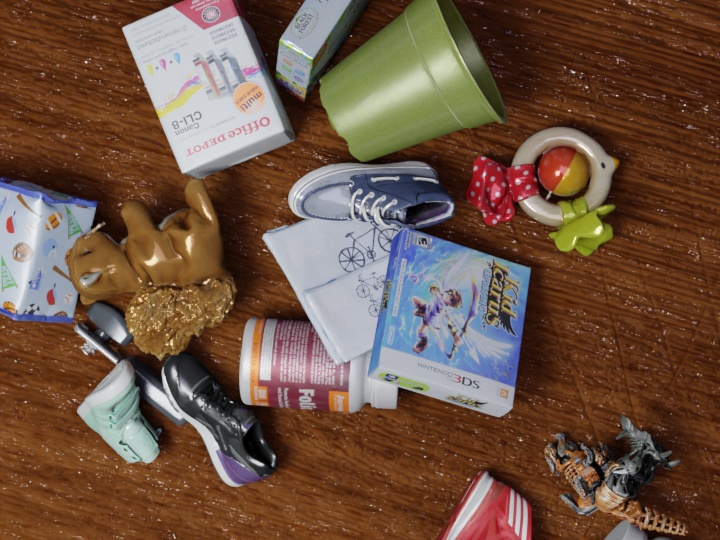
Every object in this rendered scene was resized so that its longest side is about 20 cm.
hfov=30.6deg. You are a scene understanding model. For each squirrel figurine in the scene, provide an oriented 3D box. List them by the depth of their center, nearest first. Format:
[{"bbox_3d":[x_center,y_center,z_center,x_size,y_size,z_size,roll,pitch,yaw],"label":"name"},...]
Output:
[{"bbox_3d":[-0.263,0.009,1.648,0.186,0.142,0.200,-19,84,-19],"label":"squirrel figurine"}]

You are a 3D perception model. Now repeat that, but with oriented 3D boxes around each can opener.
[{"bbox_3d":[-0.294,0.125,1.730,0.200,0.053,0.066,43,93,1],"label":"can opener"}]

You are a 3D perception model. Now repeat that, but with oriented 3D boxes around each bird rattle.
[{"bbox_3d":[0.244,-0.108,1.696,0.200,0.113,0.163,29,81,15],"label":"bird rattle"}]

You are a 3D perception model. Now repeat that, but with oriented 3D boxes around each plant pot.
[{"bbox_3d":[0.056,-0.232,1.653,0.190,0.200,0.200,-26,90,16],"label":"plant pot"}]

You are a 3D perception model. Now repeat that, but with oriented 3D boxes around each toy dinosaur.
[{"bbox_3d":[0.331,0.266,1.672,0.200,0.102,0.136,37,89,12],"label":"toy dinosaur"}]

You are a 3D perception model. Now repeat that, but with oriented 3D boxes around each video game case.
[{"bbox_3d":[0.115,0.063,1.647,0.181,0.045,0.200,18,63,-14],"label":"video game case"}]

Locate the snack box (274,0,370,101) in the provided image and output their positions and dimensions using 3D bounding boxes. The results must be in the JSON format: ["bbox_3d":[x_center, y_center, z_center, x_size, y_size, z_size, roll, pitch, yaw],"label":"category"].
[{"bbox_3d":[-0.034,-0.325,1.637,0.053,0.142,0.200,30,75,3],"label":"snack box"}]

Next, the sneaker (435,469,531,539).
[{"bbox_3d":[0.154,0.371,1.701,0.115,0.078,0.200,30,94,3],"label":"sneaker"}]

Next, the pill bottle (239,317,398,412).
[{"bbox_3d":[-0.049,0.123,1.687,0.200,0.114,0.114,4,91,3],"label":"pill bottle"}]

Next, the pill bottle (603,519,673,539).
[{"bbox_3d":[0.395,0.411,1.671,0.200,0.113,0.113,38,93,2],"label":"pill bottle"}]

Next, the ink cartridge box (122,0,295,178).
[{"bbox_3d":[-0.187,-0.234,1.672,0.145,0.145,0.200,-23,91,3],"label":"ink cartridge box"}]

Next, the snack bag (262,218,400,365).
[{"bbox_3d":[0.000,0.000,1.671,0.188,0.021,0.200,-24,75,-27],"label":"snack bag"}]

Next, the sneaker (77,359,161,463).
[{"bbox_3d":[-0.290,0.184,1.671,0.118,0.200,0.074,44,66,-2],"label":"sneaker"}]

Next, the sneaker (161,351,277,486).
[{"bbox_3d":[-0.172,0.182,1.693,0.088,0.076,0.200,-21,106,44],"label":"sneaker"}]

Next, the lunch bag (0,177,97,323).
[{"bbox_3d":[-0.458,-0.034,1.694,0.200,0.124,0.170,17,94,36],"label":"lunch bag"}]

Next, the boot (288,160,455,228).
[{"bbox_3d":[0.016,-0.088,1.646,0.200,0.090,0.073,-11,125,-15],"label":"boot"}]
